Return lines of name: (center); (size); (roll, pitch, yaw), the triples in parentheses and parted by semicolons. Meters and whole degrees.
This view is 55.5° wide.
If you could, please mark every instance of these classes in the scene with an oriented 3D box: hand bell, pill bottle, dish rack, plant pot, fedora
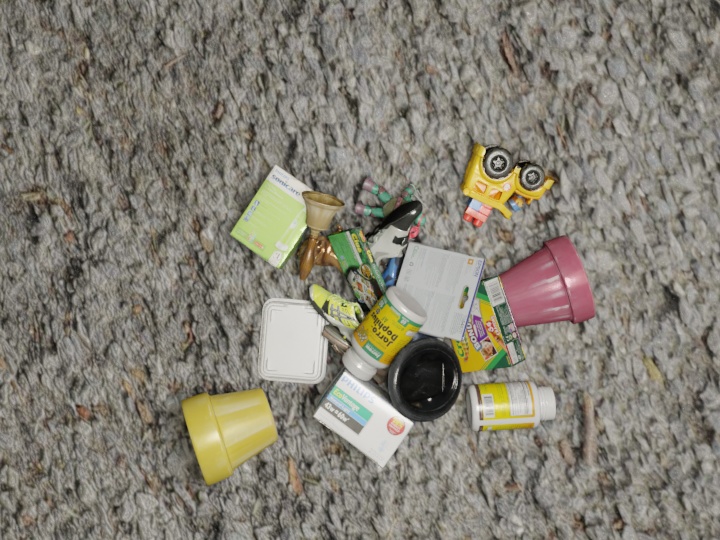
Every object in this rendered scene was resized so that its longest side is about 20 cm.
hand bell: (-0.109, -0.071, 1.587); (0.103, 0.104, 0.203); (15, 108, 1)
pill bottle: (0.356, 0.320, 1.625); (0.197, 0.109, 0.111); (-3, 89, 0)
dish rack: (-0.164, 0.172, 1.666); (0.169, 0.044, 0.203); (5, 89, 1)
plant pot: (-0.299, 0.368, 1.600); (0.187, 0.201, 0.204); (-19, 89, -16)
plant pot: (0.424, 0.043, 1.591); (0.177, 0.200, 0.203); (-20, 89, 8)
pill bottle: (0.048, 0.145, 1.527); (0.112, 0.113, 0.201); (39, 106, 1)
fedora: (0.130, 0.242, 1.540); (0.198, 0.091, 0.204); (1, 88, -31)

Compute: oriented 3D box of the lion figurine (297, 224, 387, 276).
lion figurine: (-0.046, -0.027, 1.652); (0.199, 0.072, 0.123); (35, 86, 2)

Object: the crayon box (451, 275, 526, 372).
crayon box: (0.278, 0.129, 1.599); (0.058, 0.172, 0.203); (-17, 88, -35)

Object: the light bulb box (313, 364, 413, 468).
light bulb box: (0.007, 0.327, 1.583); (0.197, 0.200, 0.125); (36, 89, 1)

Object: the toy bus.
toy bus: (0.332, -0.188, 1.631); (0.198, 0.136, 0.194); (23, 102, -2)

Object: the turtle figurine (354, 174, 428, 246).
turtle figurine: (0.090, -0.145, 1.645); (0.198, 0.101, 0.151); (24, 90, 6)

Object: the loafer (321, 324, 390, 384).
loafer: (-0.013, 0.206, 1.650); (0.198, 0.072, 0.063); (31, 101, -6)

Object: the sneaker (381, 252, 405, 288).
sneaker: (0.055, 0.044, 1.647); (0.077, 0.066, 0.203); (16, 99, 23)

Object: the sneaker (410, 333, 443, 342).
sneaker: (0.105, 0.209, 1.634); (0.145, 0.081, 0.203); (21, 83, -10)

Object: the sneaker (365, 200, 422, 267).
sneaker: (0.083, -0.081, 1.578); (0.088, 0.074, 0.199); (43, 122, -14)

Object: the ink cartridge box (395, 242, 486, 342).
ink cartridge box: (0.175, 0.050, 1.576); (0.198, 0.041, 0.202); (14, 80, 28)

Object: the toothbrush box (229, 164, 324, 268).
toothbrush box: (-0.196, -0.126, 1.648); (0.145, 0.086, 0.201); (33, 90, 0)

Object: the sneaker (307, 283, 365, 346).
sneaker: (-0.040, 0.095, 1.633); (0.200, 0.075, 0.077); (41, 115, 9)

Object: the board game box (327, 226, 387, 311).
board game box: (0.000, 0.000, 1.588); (0.023, 0.104, 0.202); (-33, 106, -37)
